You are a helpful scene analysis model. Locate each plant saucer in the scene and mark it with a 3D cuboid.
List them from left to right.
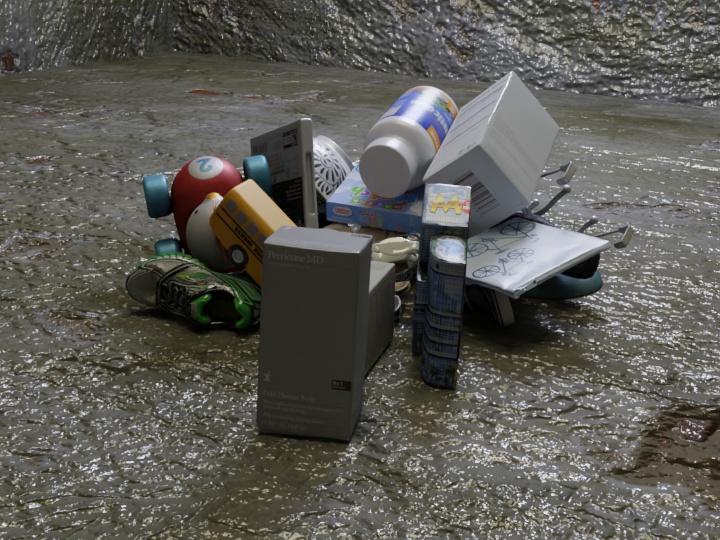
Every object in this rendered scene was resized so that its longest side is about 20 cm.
[{"bbox_3d":[0.268,-0.004,1.654,0.196,0.028,0.201,2,17,-1],"label":"plant saucer"}]

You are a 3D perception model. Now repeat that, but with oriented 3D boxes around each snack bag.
[{"bbox_3d":[0.207,-0.019,1.446,0.187,0.022,0.199,-24,24,-29],"label":"snack bag"}]

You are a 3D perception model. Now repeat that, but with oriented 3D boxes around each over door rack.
[{"bbox_3d":[0.306,-0.101,1.615,0.067,0.148,0.199,-52,18,-14],"label":"over door rack"}]

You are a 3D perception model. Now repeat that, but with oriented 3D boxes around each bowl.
[{"bbox_3d":[-0.069,-0.156,1.777,0.094,0.202,0.200,-46,36,-14],"label":"bowl"}]

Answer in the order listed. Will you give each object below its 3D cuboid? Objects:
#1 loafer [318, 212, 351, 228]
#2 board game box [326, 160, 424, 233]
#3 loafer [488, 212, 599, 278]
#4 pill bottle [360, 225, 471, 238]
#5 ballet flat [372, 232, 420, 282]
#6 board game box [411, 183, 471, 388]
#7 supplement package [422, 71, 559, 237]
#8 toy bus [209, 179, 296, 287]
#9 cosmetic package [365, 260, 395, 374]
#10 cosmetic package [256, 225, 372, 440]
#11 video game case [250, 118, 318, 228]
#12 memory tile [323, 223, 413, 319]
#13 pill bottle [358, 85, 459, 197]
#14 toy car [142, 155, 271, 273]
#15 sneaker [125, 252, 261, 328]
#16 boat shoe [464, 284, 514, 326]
[{"bbox_3d":[-0.036,-0.035,1.646,0.067,0.072,0.200,-5,19,-19],"label":"loafer"},{"bbox_3d":[0.052,-0.124,1.666,0.149,0.037,0.201,9,34,17],"label":"board game box"},{"bbox_3d":[0.255,-0.041,1.580,0.070,0.069,0.199,8,13,-41],"label":"loafer"},{"bbox_3d":[0.102,-0.081,1.737,0.196,0.113,0.111,4,18,10],"label":"pill bottle"},{"bbox_3d":[0.008,-0.013,1.436,0.197,0.073,0.072,-11,15,13],"label":"ballet flat"},{"bbox_3d":[0.096,0.007,1.316,0.060,0.204,0.200,4,17,5],"label":"board game box"},{"bbox_3d":[0.191,-0.169,1.576,0.117,0.117,0.201,-31,20,41],"label":"supplement package"},{"bbox_3d":[-0.104,-0.016,1.410,0.200,0.078,0.065,46,32,5],"label":"toy bus"},{"bbox_3d":[-0.017,0.064,1.293,0.072,0.106,0.200,6,17,16],"label":"cosmetic package"},{"bbox_3d":[-0.047,0.062,1.132,0.105,0.204,0.090,4,17,10],"label":"cosmetic package"},{"bbox_3d":[-0.115,-0.120,1.631,0.023,0.186,0.199,-3,-1,-27],"label":"video game case"},{"bbox_3d":[0.000,0.000,1.530,0.150,0.017,0.201,5,37,11],"label":"memory tile"},{"bbox_3d":[0.071,-0.188,1.625,0.110,0.114,0.200,8,32,20],"label":"pill bottle"},{"bbox_3d":[-0.199,-0.071,1.513,0.181,0.180,0.200,-11,6,-10],"label":"toy car"},{"bbox_3d":[-0.217,0.028,1.422,0.196,0.080,0.085,7,19,15],"label":"sneaker"},{"bbox_3d":[0.143,0.031,1.490,0.091,0.076,0.200,-19,22,-2],"label":"boat shoe"}]
